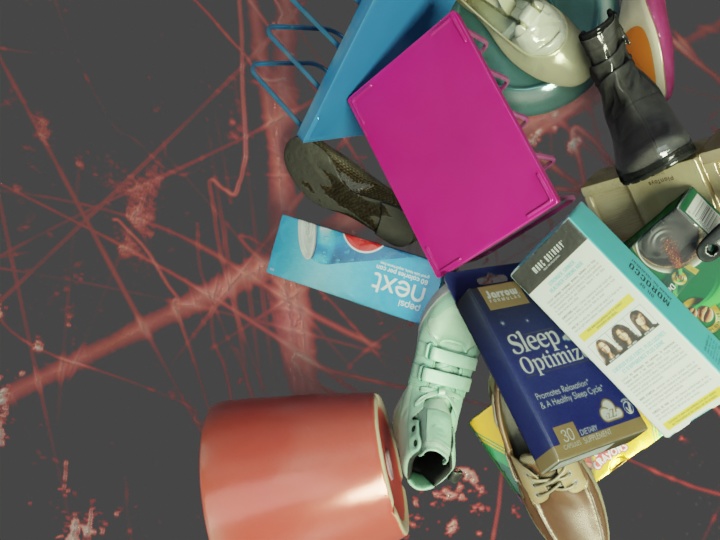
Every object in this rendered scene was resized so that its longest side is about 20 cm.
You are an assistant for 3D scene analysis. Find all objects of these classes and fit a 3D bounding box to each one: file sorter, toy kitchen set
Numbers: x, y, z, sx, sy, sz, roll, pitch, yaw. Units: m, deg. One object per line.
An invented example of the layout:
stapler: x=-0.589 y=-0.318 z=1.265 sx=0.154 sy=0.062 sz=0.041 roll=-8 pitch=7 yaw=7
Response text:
file sorter: x=-0.009 y=-0.256 z=0.779 sx=0.123 sy=0.137 sz=0.202 roll=47 pitch=126 yaw=20
toy kitchen set: x=0.361 y=-0.069 z=0.726 sx=0.198 sy=0.180 sz=0.166 roll=-13 pitch=111 yaw=51
file sorter: x=0.108 y=-0.122 z=0.761 sx=0.138 sy=0.125 sz=0.204 roll=-32 pitch=79 yaw=28

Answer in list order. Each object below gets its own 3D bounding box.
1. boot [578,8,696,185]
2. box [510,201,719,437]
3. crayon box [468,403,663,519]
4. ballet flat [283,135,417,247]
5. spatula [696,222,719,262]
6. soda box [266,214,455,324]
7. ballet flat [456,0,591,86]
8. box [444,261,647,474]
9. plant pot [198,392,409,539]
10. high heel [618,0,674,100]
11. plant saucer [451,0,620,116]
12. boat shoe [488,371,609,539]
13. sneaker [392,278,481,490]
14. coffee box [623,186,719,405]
boot: x=0.238 y=-0.163 z=0.686 sx=0.069 sy=0.201 sz=0.134 roll=-25 pitch=104 yaw=18
box: x=0.234 y=0.043 z=0.670 sx=0.200 sy=0.049 sz=0.083 roll=47 pitch=128 yaw=7
crayon box: x=0.221 y=0.140 z=0.752 sx=0.199 sy=0.058 sz=0.120 roll=-40 pitch=76 yaw=11
ballet flat: x=-0.006 y=-0.093 z=0.853 sx=0.198 sy=0.046 sz=0.069 roll=33 pitch=127 yaw=22
spatula: x=0.340 y=-0.078 z=0.580 sx=0.056 sy=0.021 sz=0.201 roll=39 pitch=116 yaw=-3
soda box: x=0.000 y=0.000 z=0.830 sx=0.195 sy=0.064 sz=0.070 roll=18 pitch=91 yaw=17
ballet flat: x=0.157 y=-0.263 z=0.773 sx=0.199 sy=0.069 sz=0.070 roll=43 pitch=98 yaw=15
box: x=0.165 y=0.072 z=0.689 sx=0.203 sy=0.118 sz=0.033 roll=64 pitch=143 yaw=27
plant pot: x=-0.049 y=0.217 z=0.774 sx=0.172 sy=0.200 sz=0.206 roll=-14 pitch=82 yaw=5
high heel: x=0.303 y=-0.279 z=0.770 sx=0.094 sy=0.067 sz=0.205 roll=-19 pitch=86 yaw=-17
plant saucer: x=0.179 y=-0.271 z=0.815 sx=0.194 sy=0.027 sz=0.207 roll=-1 pitch=86 yaw=17
boat shoe: x=0.168 y=0.178 z=0.697 sx=0.075 sy=0.072 sz=0.204 roll=-28 pitch=78 yaw=13
sneaker: x=0.086 y=0.118 z=0.737 sx=0.072 sy=0.119 sz=0.205 roll=12 pitch=114 yaw=-10
coffee box: x=0.320 y=0.038 z=0.671 sx=0.200 sy=0.044 sz=0.123 roll=46 pitch=140 yaw=5
